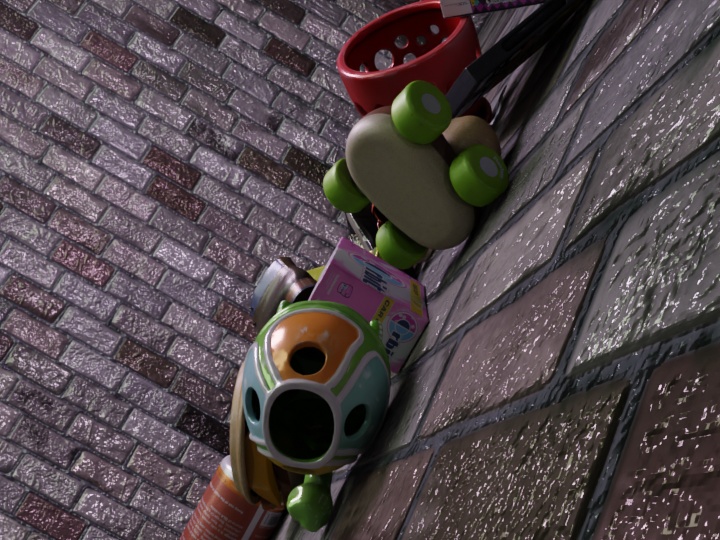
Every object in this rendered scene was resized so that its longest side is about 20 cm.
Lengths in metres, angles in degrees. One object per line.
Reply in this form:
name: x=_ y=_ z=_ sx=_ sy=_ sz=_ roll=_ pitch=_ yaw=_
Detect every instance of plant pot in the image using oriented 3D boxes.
plant pot: x=0.086 y=-0.259 z=1.173 sx=0.184 sy=0.198 sz=0.201 roll=65 pitch=-144 yaw=-35

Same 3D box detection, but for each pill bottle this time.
pill bottle: x=-0.187 y=0.368 z=1.124 sx=0.202 sy=0.111 sz=0.112 roll=-61 pitch=3 yaw=0

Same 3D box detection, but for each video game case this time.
video game case: x=0.173 y=-0.252 z=0.950 sx=0.180 sy=0.026 sz=0.200 roll=-40 pitch=0 yaw=-6
video game case: x=0.218 y=-0.416 z=1.112 sx=0.201 sy=0.179 sz=0.036 roll=-63 pitch=-39 yaw=-41

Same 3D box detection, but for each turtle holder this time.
turtle holder: x=-0.050 y=0.125 z=0.733 sx=0.187 sy=0.140 sz=0.132 roll=-59 pitch=4 yaw=17

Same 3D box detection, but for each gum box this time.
gum box: x=0.007 y=0.030 z=0.891 sx=0.067 sy=0.113 sz=0.200 roll=-60 pitch=3 yaw=10

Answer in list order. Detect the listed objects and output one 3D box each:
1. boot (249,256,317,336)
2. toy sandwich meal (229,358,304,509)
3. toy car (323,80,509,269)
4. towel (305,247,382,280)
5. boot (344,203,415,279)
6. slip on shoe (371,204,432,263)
boot: x=-0.110 y=0.081 z=1.099 sx=0.097 sy=0.074 sz=0.202 roll=50 pitch=121 yaw=46
toy sandwich meal: x=-0.105 y=0.195 z=0.992 sx=0.205 sy=0.069 sz=0.208 roll=1 pitch=-90 yaw=-85
toy car: x=0.087 y=-0.129 z=0.857 sx=0.164 sy=0.158 sz=0.200 roll=-40 pitch=6 yaw=48
towel: x=-0.043 y=0.021 z=1.098 sx=0.199 sy=0.018 sz=0.087 roll=-16 pitch=41 yaw=52
boot: x=-0.001 y=0.000 z=1.161 sx=0.155 sy=0.073 sz=0.205 roll=-63 pitch=34 yaw=34
slip on shoe: x=0.044 y=-0.097 z=1.100 sx=0.074 sy=0.060 sz=0.202 roll=-56 pitch=37 yaw=43
